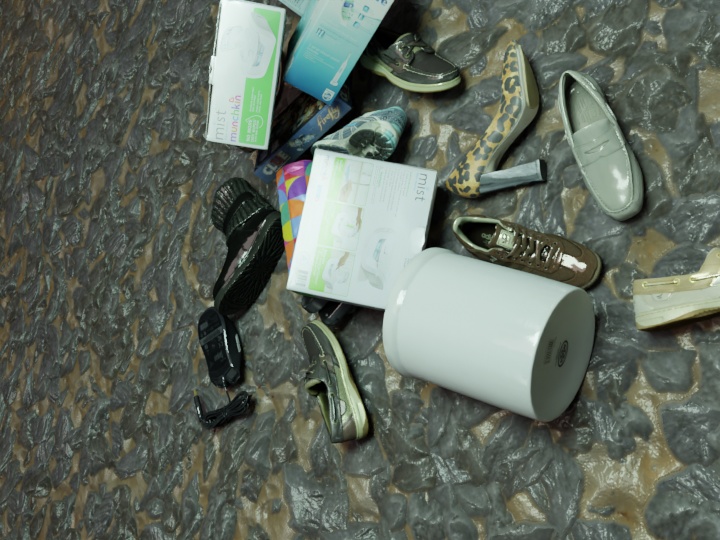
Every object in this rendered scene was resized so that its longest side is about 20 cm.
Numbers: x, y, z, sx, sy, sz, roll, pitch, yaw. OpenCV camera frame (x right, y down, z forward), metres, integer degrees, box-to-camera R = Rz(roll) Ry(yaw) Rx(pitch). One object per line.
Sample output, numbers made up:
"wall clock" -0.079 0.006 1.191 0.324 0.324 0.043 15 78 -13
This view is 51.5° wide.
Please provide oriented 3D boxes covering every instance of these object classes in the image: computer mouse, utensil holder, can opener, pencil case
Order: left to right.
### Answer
"computer mouse" -0.246 0.172 1.294 0.140 0.046 0.201 -38 62 32
"pencil case" -0.085 -0.074 1.190 0.088 0.088 0.201 -23 65 34
"can opener" 0.000 0.000 1.117 0.200 0.079 0.063 -46 61 6
"utensil holder" 0.156 0.075 0.898 0.199 0.170 0.171 16 89 38

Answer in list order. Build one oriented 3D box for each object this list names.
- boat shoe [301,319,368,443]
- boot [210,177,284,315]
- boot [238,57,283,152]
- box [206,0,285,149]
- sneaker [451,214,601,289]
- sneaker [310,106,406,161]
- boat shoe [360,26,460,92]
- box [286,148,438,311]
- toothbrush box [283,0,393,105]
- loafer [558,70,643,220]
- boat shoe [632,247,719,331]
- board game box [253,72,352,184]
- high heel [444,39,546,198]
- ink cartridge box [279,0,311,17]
"boat shoe" -0.051 0.161 1.101 0.200 0.065 0.073 61 151 33
"boot" -0.218 -0.043 1.293 0.158 0.079 0.212 34 91 33
"boot" -0.204 -0.322 1.343 0.075 0.097 0.201 16 90 41
"box" -0.174 -0.298 1.136 0.177 0.096 0.201 -114 32 -74
"sneaker" 0.200 -0.023 0.942 0.200 0.075 0.071 19 91 42
"sneaker" 0.002 -0.201 1.169 0.200 0.078 0.086 -6 40 52
"boat shoe" 0.067 -0.318 1.110 0.200 0.073 0.065 31 141 40
"box" 0.006 -0.051 1.047 0.176 0.097 0.201 10 85 5
"toothbrush box" -0.031 -0.373 1.111 0.200 0.085 0.147 -52 24 33
"loafer" 0.285 -0.154 0.907 0.070 0.070 0.201 -31 61 30
"boat shoe" 0.379 0.009 0.784 0.199 0.074 0.070 -21 72 35
"board game box" -0.094 -0.248 1.237 0.200 0.035 0.136 -37 31 27
"high heel" 0.169 -0.202 1.013 0.142 0.071 0.201 -9 82 32
"ink cartridge box" -0.124 -0.469 1.247 0.043 0.196 0.200 -52 52 15
